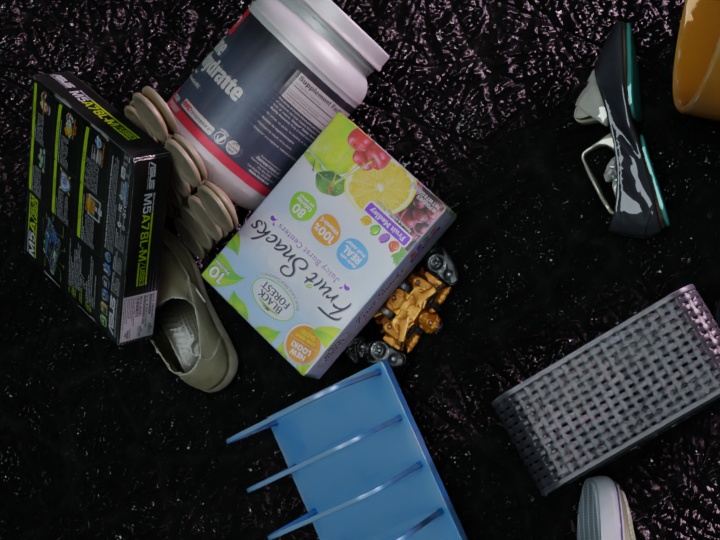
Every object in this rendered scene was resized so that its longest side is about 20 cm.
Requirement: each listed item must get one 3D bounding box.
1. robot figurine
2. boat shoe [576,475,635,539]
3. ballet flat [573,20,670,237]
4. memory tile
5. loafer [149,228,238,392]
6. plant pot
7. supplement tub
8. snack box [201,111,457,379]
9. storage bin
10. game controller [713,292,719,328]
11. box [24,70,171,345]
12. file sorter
[{"bbox_3d":[0.000,0.000,1.293,0.199,0.058,0.146,36,95,17],"label":"robot figurine"},{"bbox_3d":[0.235,0.282,1.201,0.061,0.072,0.202,-5,86,-10],"label":"boat shoe"},{"bbox_3d":[0.232,-0.127,1.236,0.072,0.073,0.202,-11,84,14],"label":"ballet flat"},{"bbox_3d":[-0.176,-0.089,1.276,0.017,0.200,0.154,-37,93,-18],"label":"memory tile"},{"bbox_3d":[-0.190,0.029,1.338,0.075,0.068,0.201,-38,76,9],"label":"loafer"},{"bbox_3d":[0.383,-0.214,1.150,0.181,0.200,0.202,12,88,1],"label":"plant pot"},{"bbox_3d":[-0.083,-0.171,1.291,0.140,0.140,0.200,44,97,15],"label":"supplement tub"},{"bbox_3d":[-0.029,-0.022,1.245,0.142,0.053,0.200,42,94,18],"label":"snack box"},{"bbox_3d":[0.228,0.107,1.176,0.199,0.135,0.094,-31,76,11],"label":"storage bin"},{"bbox_3d":[0.399,-0.013,1.197,0.104,0.042,0.201,30,93,2],"label":"game controller"},{"bbox_3d":[-0.257,-0.061,1.298,0.193,0.047,0.202,38,129,41],"label":"box"},{"bbox_3d":[-0.014,0.208,1.219,0.138,0.122,0.202,-27,84,25],"label":"file sorter"}]
